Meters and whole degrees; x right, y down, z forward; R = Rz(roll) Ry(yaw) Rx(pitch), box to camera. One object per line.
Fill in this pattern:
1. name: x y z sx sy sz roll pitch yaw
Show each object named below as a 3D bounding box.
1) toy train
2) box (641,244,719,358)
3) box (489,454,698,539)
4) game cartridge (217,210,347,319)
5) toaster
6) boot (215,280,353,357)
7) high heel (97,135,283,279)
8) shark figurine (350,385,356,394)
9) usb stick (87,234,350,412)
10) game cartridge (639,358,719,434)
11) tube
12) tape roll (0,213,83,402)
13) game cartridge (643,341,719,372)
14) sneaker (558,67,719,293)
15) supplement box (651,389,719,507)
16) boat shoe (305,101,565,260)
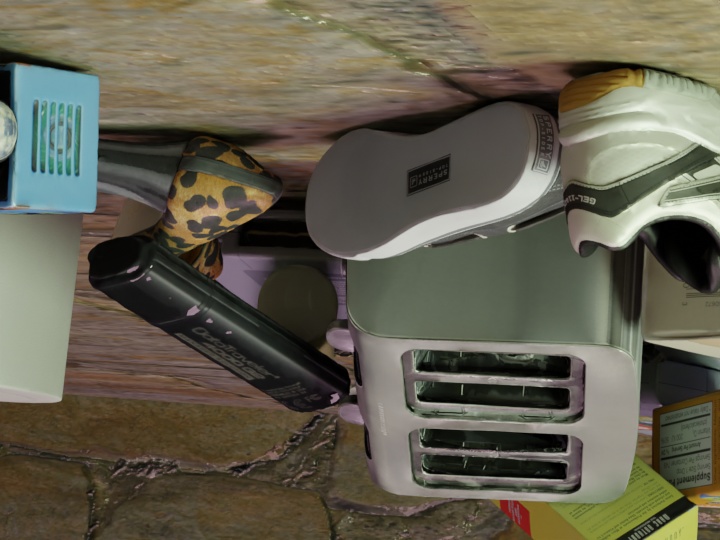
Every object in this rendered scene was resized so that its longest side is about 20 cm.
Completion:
1. toy train: -0.224 -0.063 0.984 0.199 0.088 0.114 -1 176 39
2. box: 0.245 0.007 1.106 0.077 0.096 0.199 -5 169 44
3. box: 0.118 0.123 1.253 0.075 0.050 0.200 -28 -134 -25
4. game cartridge: 0.000 0.000 1.316 0.198 0.041 0.133 3 158 23
5. toaster: 0.084 0.042 1.166 0.198 0.119 0.181 2 145 6
6. boot: -0.046 0.032 1.593 0.202 0.074 0.154 10 174 -22
7. high heel: -0.083 -0.023 1.170 0.141 0.072 0.200 9 164 24
8. shark figurine: 0.059 0.112 1.419 0.127 0.090 0.214 -25 163 13
9. usb stick: -0.080 0.034 1.178 0.055 0.033 0.200 -13 146 35
10. game cartridge: 0.212 0.089 1.364 0.132 0.041 0.199 -5 167 38
11. tube: -0.043 0.048 1.325 0.051 0.059 0.200 -10 166 -6
12. tape roll: -0.296 0.012 1.370 0.201 0.140 0.203 6 172 1
13. game cartridge: 0.257 0.062 1.384 0.132 0.041 0.200 8 173 19
14. sneaker: 0.171 -0.030 0.909 0.199 0.088 0.076 8 170 -26
15. supplement box: 0.242 0.101 1.171 0.066 0.069 0.200 5 170 -17
16. boat shoe: 0.048 -0.043 1.011 0.066 0.071 0.199 12 162 -33
